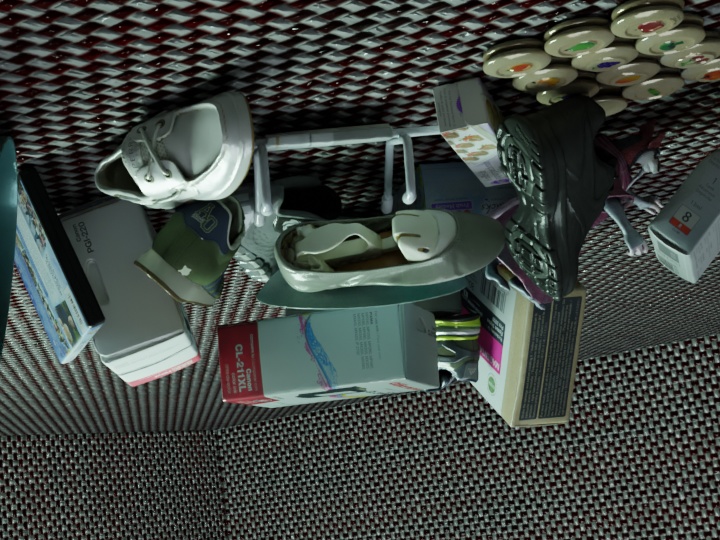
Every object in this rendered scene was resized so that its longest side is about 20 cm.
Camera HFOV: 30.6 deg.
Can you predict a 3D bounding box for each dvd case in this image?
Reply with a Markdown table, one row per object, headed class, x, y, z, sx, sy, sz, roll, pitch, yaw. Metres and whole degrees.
| class | x | y | z | sx | sy | sz | roll | pitch | yaw |
| --- | --- | --- | --- | --- | --- | --- | --- | --- | --- |
| dvd case | -0.274 | 0.001 | 1.160 | 0.018 | 0.143 | 0.200 | -24 | 176 | -22 |

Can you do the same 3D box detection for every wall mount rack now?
| class | x | y | z | sx | sy | sz | roll | pitch | yaw |
| --- | --- | --- | --- | --- | --- | --- | --- | --- | --- |
| wall mount rack | -0.027 | -0.078 | 1.090 | 0.200 | 0.075 | 0.174 | -5 | -177 | -6 |

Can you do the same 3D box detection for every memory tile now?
| class | x | y | z | sx | sy | sz | roll | pitch | yaw |
| --- | --- | --- | --- | --- | --- | --- | --- | --- | --- |
| memory tile | 0.192 | -0.154 | 0.983 | 0.153 | 0.017 | 0.200 | -13 | 168 | 30 |

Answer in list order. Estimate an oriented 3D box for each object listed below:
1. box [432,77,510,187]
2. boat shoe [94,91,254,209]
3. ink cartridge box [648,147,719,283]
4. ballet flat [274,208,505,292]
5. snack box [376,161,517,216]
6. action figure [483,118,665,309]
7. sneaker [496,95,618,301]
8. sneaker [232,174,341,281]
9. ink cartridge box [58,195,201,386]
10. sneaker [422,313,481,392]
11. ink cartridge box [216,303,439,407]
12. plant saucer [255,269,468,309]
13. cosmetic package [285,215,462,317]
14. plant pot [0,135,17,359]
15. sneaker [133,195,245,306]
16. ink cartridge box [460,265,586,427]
| class | x | y | z | sx | sy | sz | roll | pitch | yaw |
| --- | --- | --- | --- | --- | --- | --- | --- | --- | --- |
| box | 0.101 | -0.111 | 1.087 | 0.039 | 0.041 | 0.200 | -10 | 168 | 14 |
| boat shoe | -0.144 | -0.083 | 0.983 | 0.069 | 0.071 | 0.200 | -2 | 170 | -32 |
| ink cartridge box | 0.328 | -0.090 | 1.143 | 0.050 | 0.200 | 0.162 | 35 | -178 | 18 |
| ballet flat | 0.022 | -0.021 | 1.123 | 0.200 | 0.067 | 0.064 | -9 | 149 | 14 |
| snack box | 0.118 | -0.054 | 1.322 | 0.169 | 0.068 | 0.200 | -4 | 167 | -12 |
| action figure | 0.194 | -0.064 | 1.190 | 0.200 | 0.149 | 0.134 | -52 | 177 | 10 |
| sneaker | 0.167 | -0.055 | 1.060 | 0.091 | 0.076 | 0.200 | -29 | 141 | -16 |
| sneaker | -0.066 | -0.042 | 1.253 | 0.115 | 0.075 | 0.200 | -12 | 168 | 13 |
| ink cartridge box | -0.220 | 0.022 | 1.266 | 0.085 | 0.146 | 0.200 | -20 | 171 | -5 |
| sneaker | 0.061 | 0.100 | 1.499 | 0.074 | 0.081 | 0.200 | -1 | 171 | -36 |
| ink cartridge box | -0.030 | 0.091 | 1.383 | 0.200 | 0.083 | 0.146 | -8 | 169 | 17 |
| plant saucer | 0.000 | 0.000 | 1.236 | 0.201 | 0.039 | 0.201 | -5 | -172 | 1 |
| cosmetic package | 0.015 | 0.002 | 1.446 | 0.090 | 0.107 | 0.200 | -15 | 165 | 42 |
| plant pot | -0.344 | -0.007 | 0.955 | 0.161 | 0.201 | 0.201 | 6 | 167 | -9 |
| sneaker | -0.128 | -0.022 | 1.113 | 0.090 | 0.067 | 0.200 | -50 | 178 | 1 |
| ink cartridge box | 0.168 | 0.059 | 1.477 | 0.075 | 0.165 | 0.200 | -3 | -158 | -20 |
